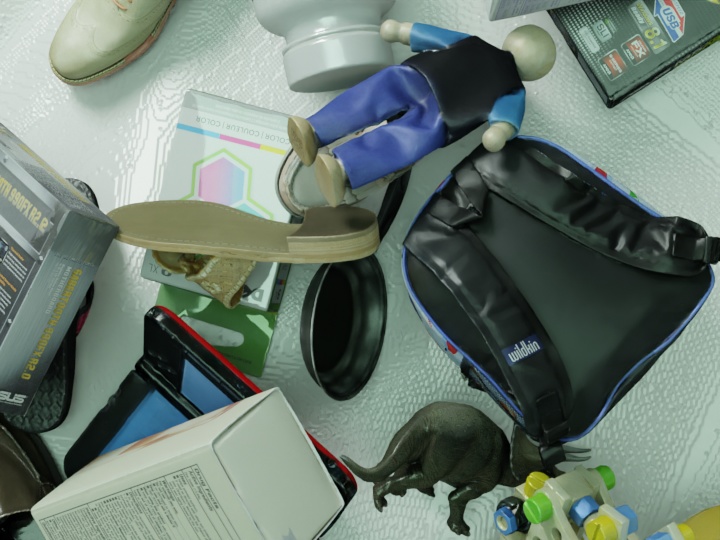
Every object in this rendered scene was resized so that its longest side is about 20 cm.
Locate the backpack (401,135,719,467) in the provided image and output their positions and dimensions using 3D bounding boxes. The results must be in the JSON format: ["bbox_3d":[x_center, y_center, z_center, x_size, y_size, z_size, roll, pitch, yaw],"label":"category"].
[{"bbox_3d":[0.126,0.005,0.936,0.190,0.154,0.200,44,81,5],"label":"backpack"}]

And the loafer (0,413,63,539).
[{"bbox_3d":[-0.267,0.178,1.030,0.073,0.071,0.200,-44,83,5],"label":"loafer"}]

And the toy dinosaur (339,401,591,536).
[{"bbox_3d":[0.062,0.130,0.958,0.199,0.077,0.103,23,107,-32],"label":"toy dinosaur"}]

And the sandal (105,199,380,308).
[{"bbox_3d":[-0.086,-0.004,0.948,0.210,0.078,0.070,2,116,19],"label":"sandal"}]

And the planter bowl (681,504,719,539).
[{"bbox_3d":[0.255,0.224,0.923,0.201,0.200,0.083,-50,47,4],"label":"planter bowl"}]

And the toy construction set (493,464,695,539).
[{"bbox_3d":[0.140,0.218,0.916,0.131,0.092,0.201,43,122,37],"label":"toy construction set"}]

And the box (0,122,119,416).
[{"bbox_3d":[-0.278,-0.011,0.992,0.200,0.048,0.159,35,100,41],"label":"box"}]

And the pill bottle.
[{"bbox_3d":[-0.032,-0.240,0.986,0.110,0.111,0.202,-12,87,8],"label":"pill bottle"}]

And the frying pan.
[{"bbox_3d":[-0.008,0.000,0.980,0.031,0.115,0.192,6,88,28],"label":"frying pan"}]

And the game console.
[{"bbox_3d":[-0.119,0.152,0.990,0.200,0.173,0.119,40,68,7],"label":"game console"}]

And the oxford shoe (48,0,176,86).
[{"bbox_3d":[-0.174,-0.226,1.025,0.071,0.074,0.200,45,95,7],"label":"oxford shoe"}]

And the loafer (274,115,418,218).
[{"bbox_3d":[0.026,-0.106,0.968,0.199,0.063,0.072,-34,105,-12],"label":"loafer"}]

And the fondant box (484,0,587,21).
[{"bbox_3d":[0.171,-0.268,0.924,0.198,0.058,0.146,-12,82,0],"label":"fondant box"}]

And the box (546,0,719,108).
[{"bbox_3d":[0.200,-0.248,0.985,0.159,0.044,0.201,-31,84,7],"label":"box"}]

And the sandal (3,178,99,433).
[{"bbox_3d":[-0.245,0.026,1.047,0.074,0.045,0.202,10,96,10],"label":"sandal"}]

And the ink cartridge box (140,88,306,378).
[{"bbox_3d":[-0.103,-0.027,1.017,0.103,0.059,0.202,15,91,7],"label":"ink cartridge box"}]

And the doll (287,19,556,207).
[{"bbox_3d":[0.049,-0.122,0.916,0.199,0.049,0.137,-26,59,-14],"label":"doll"}]

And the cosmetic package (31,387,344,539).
[{"bbox_3d":[-0.124,0.167,0.933,0.199,0.087,0.104,-22,100,37],"label":"cosmetic package"}]
